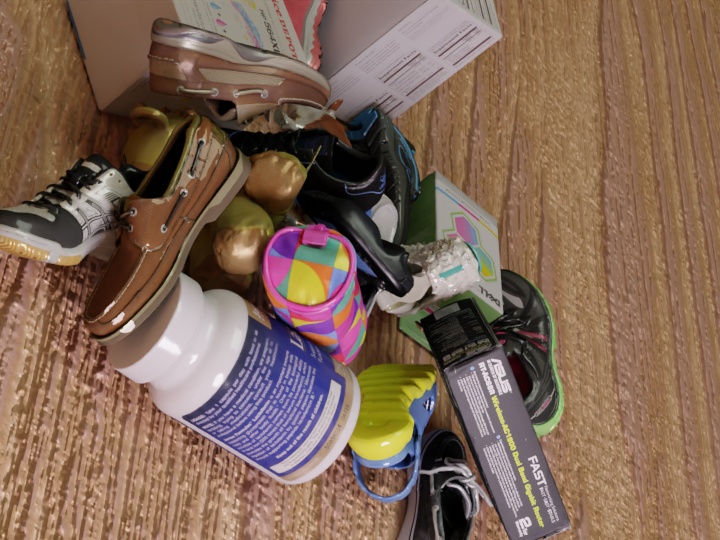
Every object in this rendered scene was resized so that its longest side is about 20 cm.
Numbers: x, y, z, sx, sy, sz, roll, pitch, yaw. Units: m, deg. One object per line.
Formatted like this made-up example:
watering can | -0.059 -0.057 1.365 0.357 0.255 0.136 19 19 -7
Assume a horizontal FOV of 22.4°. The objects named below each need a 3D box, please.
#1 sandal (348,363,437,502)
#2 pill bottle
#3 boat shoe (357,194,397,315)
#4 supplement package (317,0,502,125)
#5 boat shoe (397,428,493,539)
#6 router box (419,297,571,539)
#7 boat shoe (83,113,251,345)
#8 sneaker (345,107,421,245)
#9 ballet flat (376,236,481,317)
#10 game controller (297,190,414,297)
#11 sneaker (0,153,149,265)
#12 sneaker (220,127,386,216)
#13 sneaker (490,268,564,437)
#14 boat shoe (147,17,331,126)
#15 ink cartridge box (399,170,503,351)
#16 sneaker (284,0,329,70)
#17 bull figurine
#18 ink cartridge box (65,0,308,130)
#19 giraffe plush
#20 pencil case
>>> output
sandal | 0.028 0.148 1.700 0.200 0.079 0.088 -57 143 -64
pill bottle | -0.105 0.087 1.512 0.200 0.115 0.116 35 36 -32
boat shoe | 0.000 0.000 1.735 0.200 0.068 0.072 -55 132 -42
supplement package | 0.033 -0.276 1.974 0.111 0.200 0.157 26 40 -41
boat shoe | 0.081 0.212 1.701 0.074 0.068 0.200 47 31 -15
router box | 0.126 0.143 1.728 0.150 0.062 0.201 -115 -178 -73
boat shoe | -0.171 -0.036 1.464 0.068 0.072 0.201 46 65 -33
sneaker | 0.036 -0.085 1.921 0.082 0.073 0.201 34 37 -35
ballet flat | 0.047 0.010 1.772 0.071 0.200 0.072 5 77 -21
game controller | -0.007 -0.026 1.597 0.104 0.042 0.200 41 -4 -11
sneaker | -0.236 -0.053 1.473 0.200 0.075 0.088 -5 109 -64
sneaker | -0.071 -0.107 1.715 0.199 0.078 0.070 16 48 -8
sneaker | 0.164 0.079 1.941 0.084 0.077 0.201 26 40 -46
boat shoe | -0.111 -0.166 1.609 0.199 0.076 0.072 13 95 -41
ink cartridge box | 0.096 0.001 1.934 0.104 0.059 0.201 37 35 -29
sneaker | -0.086 -0.274 1.931 0.087 0.074 0.201 32 36 -28
bull figurine | -0.043 -0.100 1.831 0.121 0.065 0.201 8 54 -48
ink cartridge box | -0.154 -0.218 1.728 0.199 0.125 0.129 9 53 -50
giraffe plush | -0.143 -0.075 1.602 0.161 0.173 0.201 28 46 -3
pencil case | -0.038 0.023 1.572 0.200 0.088 0.089 83 -17 -74
